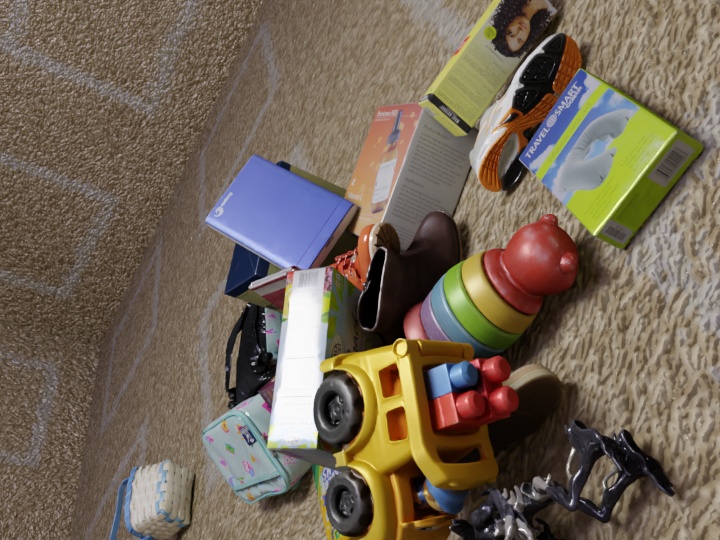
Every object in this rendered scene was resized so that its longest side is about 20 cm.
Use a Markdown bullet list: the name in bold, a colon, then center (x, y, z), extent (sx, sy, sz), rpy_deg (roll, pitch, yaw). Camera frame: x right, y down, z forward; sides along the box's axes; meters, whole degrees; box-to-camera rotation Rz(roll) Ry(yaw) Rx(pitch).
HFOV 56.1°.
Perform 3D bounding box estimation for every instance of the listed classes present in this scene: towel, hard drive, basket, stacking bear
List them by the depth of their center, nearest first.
- **stacking bear**: center (0.149, 0.027, 0.729), extent (0.200, 0.113, 0.122), rpy_deg (-45, 35, 32)
- **towel**: center (-0.052, 0.060, 0.982), extent (0.144, 0.199, 0.023), rpy_deg (-19, 42, 57)
- **hard drive**: center (-0.120, -0.081, 0.999), extent (0.199, 0.025, 0.132), rpy_deg (28, 77, 27)
- **basket**: center (-0.471, 0.524, 1.501), extent (0.198, 0.139, 0.177), rpy_deg (-22, 46, 17)

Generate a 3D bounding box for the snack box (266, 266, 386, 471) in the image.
- **snack box**: center (-0.030, 0.121, 0.787), extent (0.067, 0.169, 0.202), rpy_deg (-8, 63, 24)

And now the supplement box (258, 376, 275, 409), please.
- **supplement box**: center (-0.055, 0.156, 0.969), extent (0.110, 0.086, 0.200), rpy_deg (-40, 1, -32)

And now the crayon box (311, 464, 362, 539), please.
- **crayon box**: center (-0.002, 0.288, 0.889), extent (0.126, 0.051, 0.201), rpy_deg (-58, 29, 22)

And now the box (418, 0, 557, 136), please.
- **box**: center (0.165, -0.278, 0.883), extent (0.201, 0.075, 0.050), rpy_deg (-55, 14, 1)

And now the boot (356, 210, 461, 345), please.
- **boot**: center (0.064, -0.002, 0.829), extent (0.072, 0.166, 0.202), rpy_deg (9, 77, 26)

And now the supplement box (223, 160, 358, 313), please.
- **supplement box**: center (-0.091, -0.036, 1.118), extent (0.134, 0.198, 0.202), rpy_deg (-25, 50, 55)

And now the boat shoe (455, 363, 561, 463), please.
- **boat shoe**: center (0.128, 0.153, 0.712), extent (0.200, 0.071, 0.065), rpy_deg (-52, 32, 34)

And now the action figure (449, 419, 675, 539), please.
- **action figure**: center (0.156, 0.219, 0.569), extent (0.200, 0.118, 0.102), rpy_deg (-51, 26, 22)

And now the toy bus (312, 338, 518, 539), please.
- **toy bus**: center (0.066, 0.159, 0.638), extent (0.191, 0.135, 0.202), rpy_deg (-27, 64, 42)

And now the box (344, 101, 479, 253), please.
- **box**: center (0.065, -0.130, 0.991), extent (0.152, 0.106, 0.202), rpy_deg (21, 91, 64)

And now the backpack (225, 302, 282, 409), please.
- **backpack**: center (-0.161, 0.142, 1.212), extent (0.167, 0.126, 0.201), rpy_deg (-43, 39, 39)

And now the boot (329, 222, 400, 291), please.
- **boot**: center (0.000, 0.000, 0.914), extent (0.201, 0.106, 0.075), rpy_deg (83, -154, -57)

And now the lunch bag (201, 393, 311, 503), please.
- **lunch bag**: center (-0.172, 0.297, 1.107), extent (0.161, 0.077, 0.200), rpy_deg (58, 140, 3)

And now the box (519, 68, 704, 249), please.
- **box**: center (0.246, -0.127, 0.710), extent (0.122, 0.047, 0.201), rpy_deg (-57, 30, 23)

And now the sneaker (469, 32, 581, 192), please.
- **sneaker**: center (0.192, -0.203, 0.843), extent (0.201, 0.075, 0.092), rpy_deg (-60, 24, 17)
